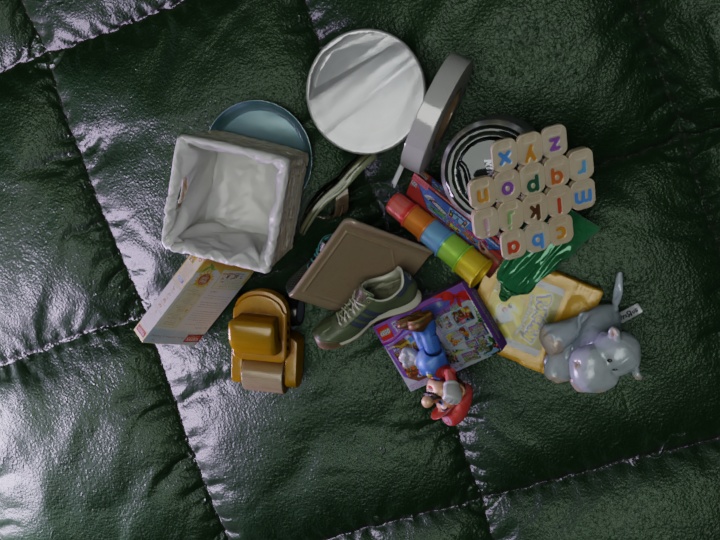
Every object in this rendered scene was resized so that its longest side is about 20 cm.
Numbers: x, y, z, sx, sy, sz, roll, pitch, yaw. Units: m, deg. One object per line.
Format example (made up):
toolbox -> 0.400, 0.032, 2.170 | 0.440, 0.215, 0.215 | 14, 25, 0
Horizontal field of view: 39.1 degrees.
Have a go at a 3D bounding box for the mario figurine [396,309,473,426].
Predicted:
mario figurine -> 0.115, 0.173, 1.703 | 0.106, 0.123, 0.201 | -23, 96, 18

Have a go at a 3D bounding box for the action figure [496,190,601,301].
action figure -> 0.290, -0.027, 1.682 | 0.118, 0.055, 0.200 | 34, 111, -3

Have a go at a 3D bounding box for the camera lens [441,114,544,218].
camera lens -> 0.217, -0.166, 1.620 | 0.159, 0.200, 0.161 | 3, 103, 12

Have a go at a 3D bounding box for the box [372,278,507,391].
box -> 0.136, 0.112, 1.760 | 0.200, 0.039, 0.137 | -28, 96, 31

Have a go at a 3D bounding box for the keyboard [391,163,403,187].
keyboard -> 0.097, -0.235, 1.707 | 0.011, 0.056, 0.200 | 25, 106, 2

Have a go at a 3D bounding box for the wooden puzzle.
wooden puzzle -> 0.000, 0.000, 1.731 | 0.185, 0.037, 0.200 | 19, 126, -32

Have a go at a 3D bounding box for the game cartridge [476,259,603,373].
game cartridge -> 0.291, 0.075, 1.745 | 0.199, 0.032, 0.177 | 22, 106, 8

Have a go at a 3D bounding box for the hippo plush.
hippo plush -> 0.404, 0.141, 1.651 | 0.200, 0.161, 0.160 | -33, 112, 3

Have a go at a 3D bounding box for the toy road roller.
toy road roller -> -0.177, 0.131, 1.799 | 0.122, 0.146, 0.201 | 5, 103, 12

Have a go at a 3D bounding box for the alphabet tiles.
alphabet tiles -> 0.257, -0.117, 1.518 | 0.199, 0.015, 0.196 | -17, 118, -10

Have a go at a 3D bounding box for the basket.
basket -> -0.209, -0.124, 1.716 | 0.199, 0.161, 0.199 | 14, 105, 8

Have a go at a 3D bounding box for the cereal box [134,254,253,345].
cereal box -> -0.295, 0.051, 1.811 | 0.200, 0.144, 0.040 | -49, 62, 16

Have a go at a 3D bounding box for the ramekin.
ramekin -> 0.015, -0.293, 1.681 | 0.202, 0.094, 0.203 | 1, 94, 10

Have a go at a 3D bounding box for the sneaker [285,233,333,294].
sneaker -> -0.055, -0.024, 1.760 | 0.200, 0.078, 0.091 | -32, 138, 11

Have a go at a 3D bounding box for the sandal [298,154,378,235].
sandal -> -0.035, -0.128, 1.752 | 0.057, 0.080, 0.201 | 43, 107, -14

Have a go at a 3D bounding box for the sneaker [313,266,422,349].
sneaker -> 0.003, 0.055, 1.712 | 0.200, 0.067, 0.090 | -25, 139, -1

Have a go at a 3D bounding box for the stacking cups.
stacking cups -> 0.127, -0.053, 1.696 | 0.200, 0.060, 0.061 | 39, 108, 18

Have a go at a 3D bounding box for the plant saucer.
plant saucer -> -0.179, -0.200, 1.790 | 0.199, 0.027, 0.201 | 3, 102, 12

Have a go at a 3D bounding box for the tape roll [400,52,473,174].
tape roll -> 0.122, -0.250, 1.623 | 0.037, 0.203, 0.203 | 25, 106, 7

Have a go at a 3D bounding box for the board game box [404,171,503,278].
board game box -> 0.159, -0.079, 1.698 | 0.200, 0.019, 0.103 | 40, 151, 12
